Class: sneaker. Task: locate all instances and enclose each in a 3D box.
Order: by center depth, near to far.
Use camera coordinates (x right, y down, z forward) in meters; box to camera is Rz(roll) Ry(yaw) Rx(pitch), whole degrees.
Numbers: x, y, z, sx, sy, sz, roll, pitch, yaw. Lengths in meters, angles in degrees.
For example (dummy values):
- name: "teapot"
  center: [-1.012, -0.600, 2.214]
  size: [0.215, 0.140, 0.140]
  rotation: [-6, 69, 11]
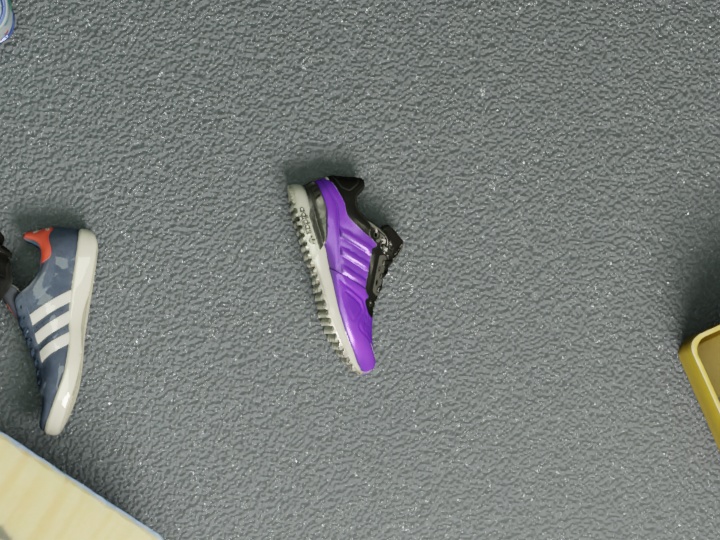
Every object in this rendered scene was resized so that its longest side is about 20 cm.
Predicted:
- name: "sneaker"
  center: [-0.306, 0.056, 1.549]
  size: [0.084, 0.075, 0.201]
  rotation: [7, 79, -7]
- name: "sneaker"
  center: [0.000, 0.000, 1.582]
  size: [0.099, 0.070, 0.201]
  rotation: [-17, 91, -8]

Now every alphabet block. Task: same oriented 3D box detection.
- name: "alphabet block"
  center: [-0.316, 0.279, 1.468]
  size: [0.196, 0.195, 0.200]
  rotation: [33, 77, -3]

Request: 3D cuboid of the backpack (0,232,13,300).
- name: "backpack"
  center: [-0.443, 0.040, 1.481]
  size: [0.153, 0.200, 0.192]
  rotation: [14, 96, 25]

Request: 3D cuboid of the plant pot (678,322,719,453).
- name: "plant pot"
  center: [0.421, 0.117, 1.572]
  size: [0.199, 0.176, 0.201]
  rotation: [-24, 91, -6]

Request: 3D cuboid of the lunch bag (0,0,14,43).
- name: "lunch bag"
  center: [-0.425, -0.292, 1.535]
  size: [0.160, 0.082, 0.201]
  rotation: [-22, 92, -5]
